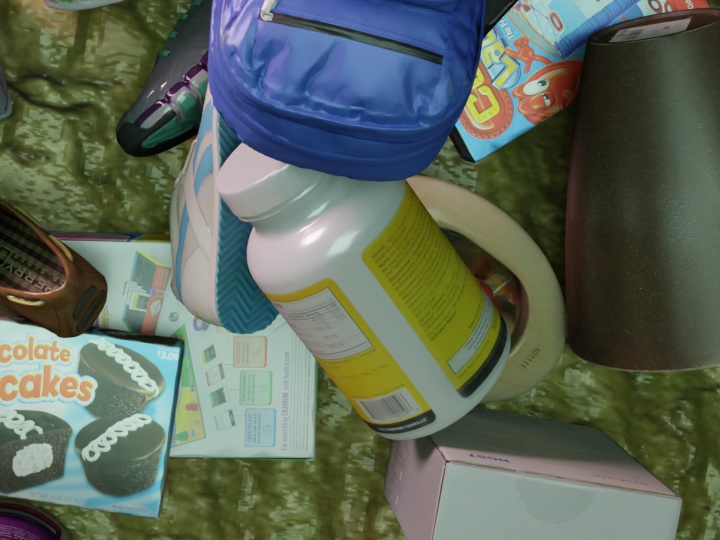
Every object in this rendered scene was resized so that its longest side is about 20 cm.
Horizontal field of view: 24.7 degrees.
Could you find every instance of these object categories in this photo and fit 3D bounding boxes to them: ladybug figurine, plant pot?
[{"bbox_3d":[0.052,0.007,1.131,0.199,0.072,0.136,39,100,-16],"label":"ladybug figurine"},{"bbox_3d":[0.209,-0.062,1.077,0.185,0.187,0.203,-15,106,-5],"label":"plant pot"}]

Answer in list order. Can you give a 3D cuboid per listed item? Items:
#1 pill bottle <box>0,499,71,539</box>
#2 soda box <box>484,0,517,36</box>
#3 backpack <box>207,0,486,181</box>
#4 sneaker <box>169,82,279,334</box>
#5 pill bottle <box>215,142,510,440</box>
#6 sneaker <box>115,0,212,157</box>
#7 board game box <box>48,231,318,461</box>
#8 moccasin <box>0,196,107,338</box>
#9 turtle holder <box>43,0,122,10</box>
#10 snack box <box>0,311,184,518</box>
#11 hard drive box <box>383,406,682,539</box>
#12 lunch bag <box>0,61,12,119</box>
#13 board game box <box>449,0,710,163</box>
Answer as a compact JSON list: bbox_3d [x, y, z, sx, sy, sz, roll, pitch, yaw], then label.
[{"bbox_3d":[-0.240,0.225,1.063,0.111,0.200,0.114,-1,97,-6],"label":"pill bottle"},{"bbox_3d":[0.022,-0.141,1.069,0.071,0.063,0.200,45,123,0],"label":"soda box"},{"bbox_3d":[-0.006,-0.161,0.891,0.160,0.168,0.203,13,77,0],"label":"backpack"},{"bbox_3d":[-0.086,-0.065,1.064,0.076,0.080,0.203,6,95,-39],"label":"sneaker"},{"bbox_3d":[0.000,0.000,1.015,0.112,0.112,0.201,-37,114,-1],"label":"pill bottle"},{"bbox_3d":[-0.100,-0.165,1.111,0.200,0.074,0.088,-41,81,-7],"label":"sneaker"},{"bbox_3d":[-0.127,0.052,1.137,0.197,0.040,0.155,2,97,-7],"label":"board game box"},{"bbox_3d":[-0.257,-0.022,1.065,0.200,0.078,0.074,33,77,23],"label":"moccasin"},{"bbox_3d":[-0.164,-0.249,1.064,0.185,0.140,0.133,-31,121,-42],"label":"turtle holder"},{"bbox_3d":[-0.222,0.090,1.091,0.197,0.037,0.118,8,96,-3],"label":"snack box"},{"bbox_3d":[0.107,0.150,1.096,0.154,0.200,0.078,10,95,-7],"label":"hard drive box"},{"bbox_3d":[-0.331,-0.133,1.024,0.197,0.170,0.129,-10,87,-6],"label":"lunch bag"},{"bbox_3d":[0.109,-0.210,1.127,0.195,0.056,0.201,-32,99,-2],"label":"board game box"}]
